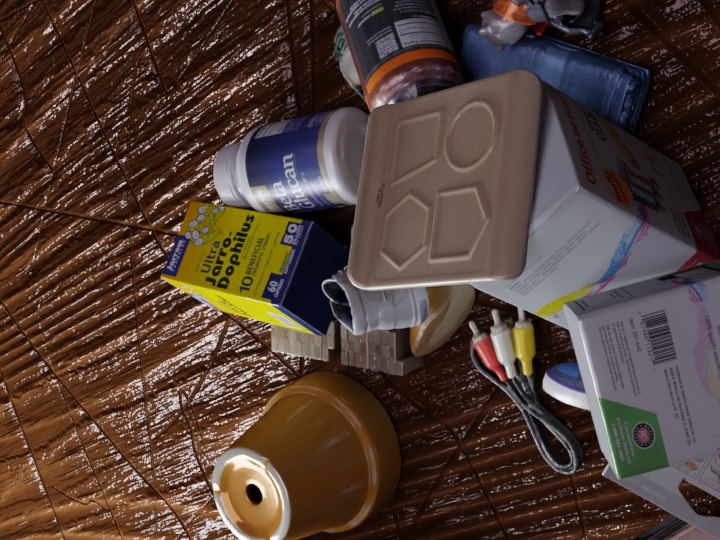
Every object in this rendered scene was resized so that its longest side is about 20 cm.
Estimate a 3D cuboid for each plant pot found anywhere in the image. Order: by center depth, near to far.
[{"bbox_3d":[-0.078,0.249,1.255,0.198,0.182,0.203,9,107,33],"label":"plant pot"}]

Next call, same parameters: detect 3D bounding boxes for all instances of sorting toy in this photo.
[{"bbox_3d":[0.077,-0.076,0.920,0.198,0.036,0.188,-4,74,46],"label":"sorting toy"}]

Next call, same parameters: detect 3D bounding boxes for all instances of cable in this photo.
[{"bbox_3d":[0.177,0.139,1.130,0.096,0.050,0.203,-20,88,38],"label":"cable"}]

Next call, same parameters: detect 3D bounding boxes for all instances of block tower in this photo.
[{"bbox_3d":[-0.019,0.082,1.252,0.198,0.054,0.059,9,107,33],"label":"block tower"}]

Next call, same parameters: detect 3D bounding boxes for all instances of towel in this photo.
[{"bbox_3d":[0.191,-0.181,1.042,0.198,0.048,0.113,26,115,27],"label":"towel"}]

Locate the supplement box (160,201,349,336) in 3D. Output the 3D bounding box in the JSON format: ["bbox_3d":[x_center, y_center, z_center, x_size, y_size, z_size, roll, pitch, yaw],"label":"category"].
[{"bbox_3d":[-0.127,-0.004,1.245,0.198,0.109,0.110,11,73,35],"label":"supplement box"}]

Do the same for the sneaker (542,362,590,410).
[{"bbox_3d":[0.285,0.071,1.027,0.198,0.080,0.149,9,99,37],"label":"sneaker"}]

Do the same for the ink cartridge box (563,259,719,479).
[{"bbox_3d":[0.293,0.076,0.870,0.197,0.084,0.147,-16,96,5],"label":"ink cartridge box"}]

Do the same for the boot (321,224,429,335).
[{"bbox_3d":[0.000,0.000,1.138,0.200,0.094,0.074,-123,26,-56],"label":"boot"}]

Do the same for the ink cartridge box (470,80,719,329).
[{"bbox_3d":[0.206,-0.046,0.945,0.145,0.198,0.147,-45,37,35],"label":"ink cartridge box"}]

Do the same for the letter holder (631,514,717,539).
[{"bbox_3d":[0.370,0.343,1.016,0.142,0.100,0.201,-45,75,32],"label":"letter holder"}]

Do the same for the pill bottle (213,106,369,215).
[{"bbox_3d":[-0.078,-0.124,1.207,0.198,0.111,0.113,-6,98,36],"label":"pill bottle"}]

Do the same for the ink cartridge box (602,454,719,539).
[{"bbox_3d":[0.349,0.156,0.941,0.198,0.045,0.178,29,99,0],"label":"ink cartridge box"}]

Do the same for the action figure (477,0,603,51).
[{"bbox_3d":[0.155,-0.316,0.992,0.198,0.104,0.196,23,98,22],"label":"action figure"}]

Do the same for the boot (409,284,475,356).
[{"bbox_3d":[0.071,-0.015,1.167,0.144,0.070,0.203,48,133,32],"label":"boot"}]

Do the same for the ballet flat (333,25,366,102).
[{"bbox_3d":[0.026,-0.208,1.140,0.200,0.074,0.074,48,124,16],"label":"ballet flat"}]

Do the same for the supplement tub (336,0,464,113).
[{"bbox_3d":[0.045,-0.222,1.062,0.107,0.106,0.202,-36,58,36],"label":"supplement tub"}]
